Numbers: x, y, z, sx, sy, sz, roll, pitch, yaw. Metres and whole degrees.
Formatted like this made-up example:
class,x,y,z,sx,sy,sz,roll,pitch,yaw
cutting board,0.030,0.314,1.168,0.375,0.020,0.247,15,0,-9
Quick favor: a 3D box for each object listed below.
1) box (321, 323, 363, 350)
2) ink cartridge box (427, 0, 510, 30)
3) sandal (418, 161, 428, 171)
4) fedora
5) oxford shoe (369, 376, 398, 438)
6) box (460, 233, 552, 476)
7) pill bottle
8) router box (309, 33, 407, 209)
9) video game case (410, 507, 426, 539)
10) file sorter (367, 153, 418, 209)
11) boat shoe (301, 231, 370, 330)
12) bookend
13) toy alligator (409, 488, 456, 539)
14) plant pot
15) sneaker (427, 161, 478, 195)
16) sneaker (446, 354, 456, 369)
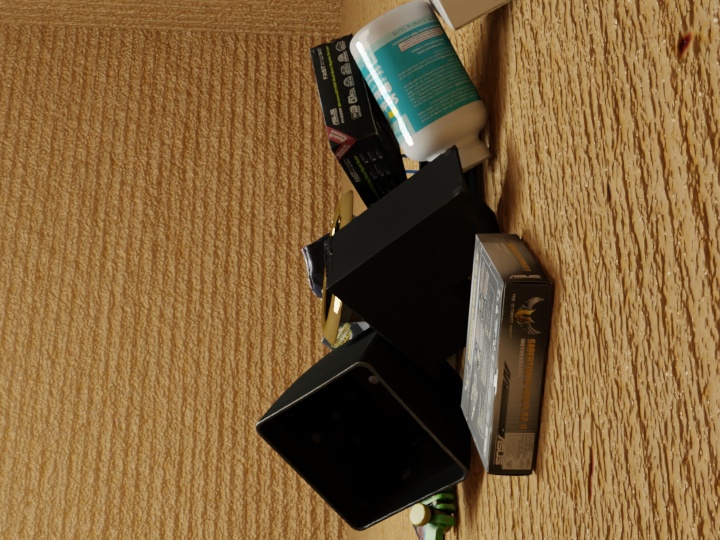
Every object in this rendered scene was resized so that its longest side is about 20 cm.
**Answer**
class,x,y,z,sx,sy,sz,roll,pitch,yaw
box,0.026,0.050,1.762,0.159,0.046,0.200,-56,-12,8
ink cartridge box,0.095,-0.367,1.317,0.147,0.086,0.200,60,-172,-19
sandal,0.111,-0.145,1.529,0.082,0.054,0.201,117,164,-57
fedora,0.000,0.000,1.491,0.201,0.081,0.202,-173,90,-83
oxford shoe,0.021,0.173,1.672,0.071,0.072,0.200,-61,27,23
box,0.143,0.080,1.167,0.158,0.048,0.201,-102,15,-72
pill bottle,0.077,-0.207,1.374,0.201,0.110,0.111,62,173,3
router box,0.003,-0.180,1.482,0.200,0.062,0.150,56,-160,-61
video game case,0.099,0.310,1.737,0.200,0.025,0.182,-137,48,-83
file sorter,0.070,-0.129,1.641,0.139,0.122,0.201,101,169,-65
boat shoe,-0.017,0.039,1.614,0.075,0.092,0.201,134,118,-77
bookend,0.095,-0.005,1.348,0.200,0.199,0.092,-36,32,22
toy alligator,0.098,0.288,1.583,0.054,0.059,0.201,-34,46,31
plant pot,0.024,0.172,1.478,0.200,0.200,0.178,-33,17,34
sneaker,0.114,-0.106,1.452,0.079,0.066,0.201,95,174,-66
sneaker,0.093,0.096,1.584,0.080,0.078,0.201,-100,20,-52
